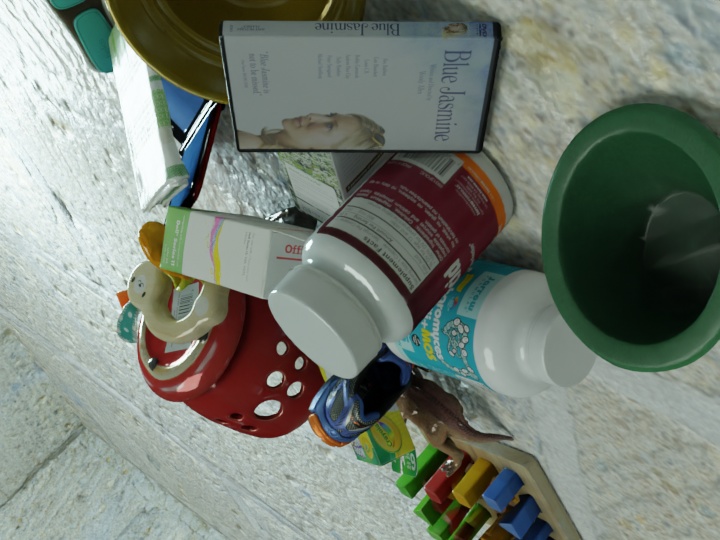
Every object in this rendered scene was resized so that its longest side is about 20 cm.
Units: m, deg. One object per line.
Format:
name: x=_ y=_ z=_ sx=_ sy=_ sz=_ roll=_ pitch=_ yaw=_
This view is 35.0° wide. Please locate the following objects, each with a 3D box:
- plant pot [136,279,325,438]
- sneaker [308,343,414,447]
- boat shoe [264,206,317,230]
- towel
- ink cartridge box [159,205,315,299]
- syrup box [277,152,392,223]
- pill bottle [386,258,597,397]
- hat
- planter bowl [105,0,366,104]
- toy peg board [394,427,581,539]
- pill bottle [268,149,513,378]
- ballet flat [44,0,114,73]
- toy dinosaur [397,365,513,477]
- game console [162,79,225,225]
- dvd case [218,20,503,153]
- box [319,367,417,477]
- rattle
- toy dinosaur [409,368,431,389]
plant pot: x=-0.154 y=0.084 z=1.354 sx=0.182 sy=0.202 sz=0.200 roll=24 pitch=175 yaw=-41
sneaker: x=0.030 y=0.088 z=1.124 sx=0.075 sy=0.201 sz=0.078 roll=41 pitch=150 yaw=-19
boat shoe: x=-0.093 y=-0.039 z=1.316 sx=0.066 sy=0.057 sz=0.200 roll=13 pitch=173 yaw=-23
towel: x=-0.216 y=-0.170 z=1.168 sx=0.149 sy=0.030 sz=0.202 roll=159 pitch=100 yaw=-66
ink cartridge box: x=-0.089 y=-0.012 z=1.111 sx=0.199 sy=0.068 sz=0.117 roll=14 pitch=-174 yaw=43
syrup box: x=-0.026 y=-0.127 z=0.989 sx=0.078 sy=0.081 sz=0.201 roll=29 pitch=153 yaw=30
pill bottle: x=0.114 y=0.047 z=1.014 sx=0.199 sy=0.111 sz=0.111 roll=13 pitch=143 yaw=51
hat: x=0.243 y=-0.016 z=0.803 sx=0.165 sy=0.175 sz=0.202 roll=23 pitch=112 yaw=46
planter bowl: x=-0.089 y=-0.233 z=0.859 sx=0.199 sy=0.084 sz=0.201 roll=5 pitch=128 yaw=6
toy peg board: x=0.154 y=0.302 z=1.417 sx=0.199 sy=0.098 sz=0.201 roll=15 pitch=145 yaw=51
pill bottle: x=0.025 y=-0.014 z=0.939 sx=0.114 sy=0.200 sz=0.114 roll=37 pitch=157 yaw=18
ballet flat: x=-0.305 y=-0.296 z=1.213 sx=0.069 sy=0.069 sz=0.201 roll=32 pitch=156 yaw=27
toy dinosaur: x=0.076 y=0.153 z=1.314 sx=0.199 sy=0.086 sz=0.136 roll=27 pitch=146 yaw=25
game console: x=-0.216 y=-0.151 z=1.229 sx=0.172 sy=0.119 sz=0.200 roll=46 pitch=158 yaw=-6
dvd case: x=0.000 y=-0.134 z=0.854 sx=0.198 sy=0.018 sz=0.143 roll=0 pitch=151 yaw=0
box: x=-0.001 y=0.133 z=1.232 sx=0.201 sy=0.048 sz=0.117 roll=65 pitch=166 yaw=0
rattle: x=-0.246 y=0.019 z=1.243 sx=0.199 sy=0.142 sz=0.131 roll=-6 pitch=90 yaw=36
toy dinosaur: x=0.042 y=0.071 z=1.257 sx=0.060 sy=0.107 sz=0.199 roll=22 pitch=173 yaw=-42
